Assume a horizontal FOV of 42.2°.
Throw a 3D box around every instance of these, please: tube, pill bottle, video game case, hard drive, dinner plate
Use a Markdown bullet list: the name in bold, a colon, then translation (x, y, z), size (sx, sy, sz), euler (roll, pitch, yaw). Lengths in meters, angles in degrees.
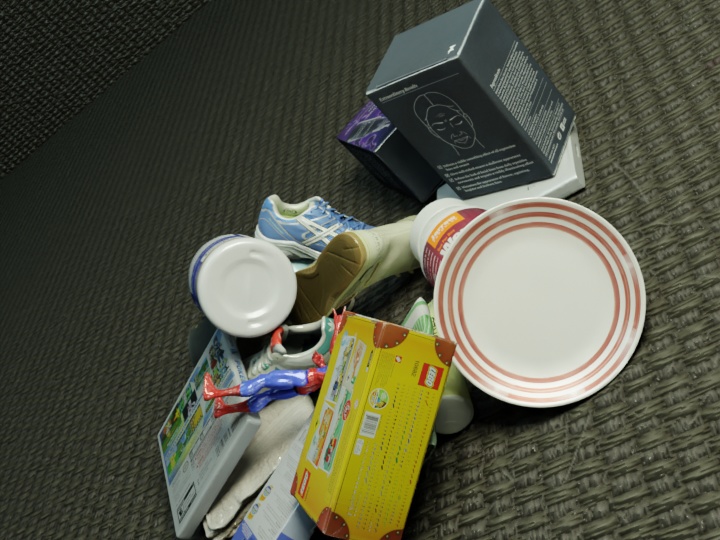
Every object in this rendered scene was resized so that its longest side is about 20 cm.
- **tube**: translation (0.080, 0.099, 1.033), size (0.058, 0.052, 0.200), euler (-8, 30, -1)
- **pill bottle**: translation (0.131, -0.007, 1.030), size (0.110, 0.110, 0.200), euler (-45, 29, 3)
- **pill bottle**: translation (-0.157, 0.014, 1.185), size (0.120, 0.120, 0.200), euler (-50, 14, -6)
- **video game case**: translation (-0.194, 0.200, 1.168), size (0.200, 0.022, 0.182), euler (-58, 33, 23)
- **hard drive**: translation (0.182, -0.103, 1.165), size (0.200, 0.026, 0.132), euler (-29, 34, 29)
- **dinner plate**: translation (0.170, 0.030, 0.896), size (0.200, 0.200, 0.024), euler (-44, -12, 6)

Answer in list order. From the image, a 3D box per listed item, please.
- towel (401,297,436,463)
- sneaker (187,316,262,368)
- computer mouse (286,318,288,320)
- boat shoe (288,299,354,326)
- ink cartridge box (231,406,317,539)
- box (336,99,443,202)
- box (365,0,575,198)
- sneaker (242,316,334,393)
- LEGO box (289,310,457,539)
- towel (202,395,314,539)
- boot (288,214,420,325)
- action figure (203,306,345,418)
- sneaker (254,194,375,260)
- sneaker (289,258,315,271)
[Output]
- **towel**: translation (0.040, 0.144, 0.990), size (0.200, 0.023, 0.153), euler (-86, 20, -47)
- **sneaker**: translation (-0.190, 0.053, 1.346), size (0.106, 0.075, 0.201), euler (5, 76, 37)
- **computer mouse**: translation (-0.153, 0.079, 1.375), size (0.200, 0.034, 0.059), euler (-44, 30, 7)
- **boat shoe**: translation (-0.088, 0.094, 1.248), size (0.200, 0.057, 0.067), euler (-53, 30, -10)
- **ink cartridge box**: translation (-0.066, 0.241, 1.028), size (0.200, 0.042, 0.119), euler (-55, 17, -9)
- **box**: translation (0.072, -0.196, 1.320), size (0.148, 0.104, 0.200), euler (-48, 21, -2)
- **box**: translation (0.134, -0.199, 1.115), size (0.148, 0.200, 0.107), euler (-11, 45, 45)
- **sneaker**: translation (-0.101, 0.103, 1.153), size (0.199, 0.093, 0.071), euler (-19, 50, 21)
- **LEGO box**: translation (0.008, 0.149, 0.908), size (0.149, 0.077, 0.201), euler (-174, 101, -74)
- **towel**: translation (-0.129, 0.232, 1.157), size (0.200, 0.034, 0.133), euler (-46, 30, 1)
- **boot**: translation (0.000, 0.000, 1.181), size (0.154, 0.072, 0.200), euler (-19, -17, -40)
- **action figure**: translation (-0.073, 0.106, 1.064), size (0.199, 0.065, 0.099), euler (-6, 51, 8)
- **sneaker**: translation (-0.045, -0.053, 1.263), size (0.199, 0.077, 0.076), euler (6, 29, 0)
- **sneaker**: translation (-0.066, -0.015, 1.358), size (0.074, 0.082, 0.200), euler (-64, -2, 32)
